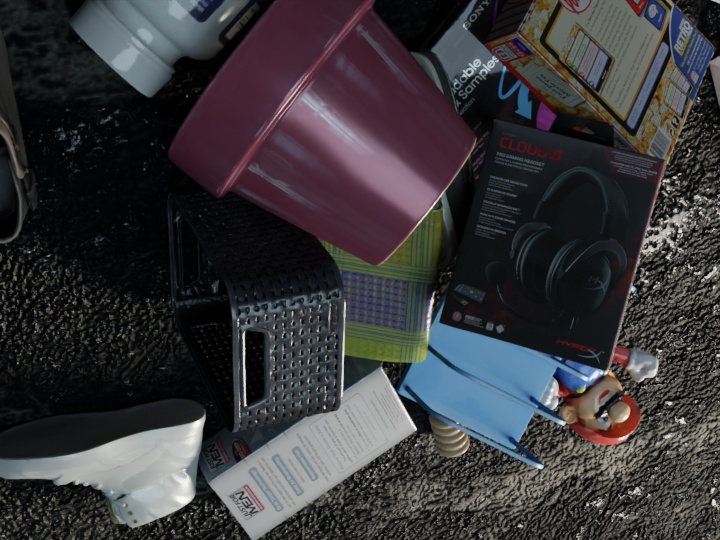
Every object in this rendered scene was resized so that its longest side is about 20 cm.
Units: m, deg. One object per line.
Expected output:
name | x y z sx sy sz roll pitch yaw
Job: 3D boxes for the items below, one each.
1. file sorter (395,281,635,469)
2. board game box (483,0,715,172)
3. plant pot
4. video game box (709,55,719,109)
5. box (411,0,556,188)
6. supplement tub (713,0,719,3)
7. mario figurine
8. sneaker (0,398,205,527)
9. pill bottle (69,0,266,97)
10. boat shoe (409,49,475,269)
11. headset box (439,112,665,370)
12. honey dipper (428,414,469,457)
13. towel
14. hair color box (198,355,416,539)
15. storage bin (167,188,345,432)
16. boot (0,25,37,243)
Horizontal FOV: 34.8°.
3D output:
file sorter | 0.148 0.068 1.095 0.138 0.123 0.201 27 92 -12
board game box | 0.216 -0.197 1.009 0.200 0.046 0.152 39 66 -25
plant pot | -0.018 -0.108 0.877 0.179 0.200 0.200 38 98 -4
video game box | 0.467 -0.179 1.206 0.181 0.047 0.201 -31 126 -5
box | 0.128 -0.148 1.039 0.200 0.036 0.143 35 105 -25
supplement tub | 0.366 -0.332 1.009 0.143 0.144 0.201 6 115 -28
mario figurine | 0.250 0.112 1.223 0.123 0.106 0.201 -20 122 20
sneaker | -0.240 0.191 1.055 0.199 0.074 0.116 -5 116 -25
pill bottle | -0.119 -0.230 0.852 0.200 0.111 0.111 -46 126 4
boat shoe | 0.062 -0.102 0.997 0.061 0.071 0.202 -40 134 -42
headset box | 0.167 -0.031 0.982 0.148 0.077 0.201 16 92 14
honey dipper | 0.077 0.107 1.186 0.038 0.038 0.201 -23 122 -12
towel | 0.000 0.000 1.034 0.143 0.023 0.201 8 130 9
hair color box | -0.054 0.168 1.139 0.199 0.061 0.099 -34 126 -6
storage bin | -0.090 0.023 0.952 0.093 0.200 0.136 -9 121 -21
boot | -0.276 -0.122 0.814 0.070 0.146 0.201 -18 123 -13
